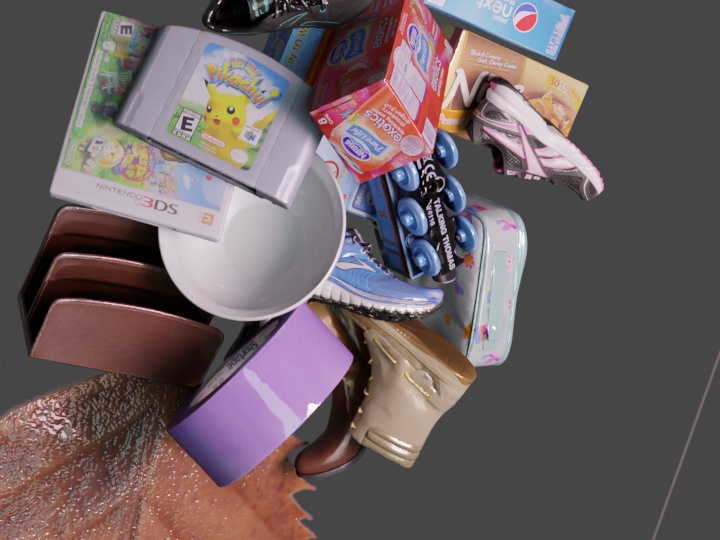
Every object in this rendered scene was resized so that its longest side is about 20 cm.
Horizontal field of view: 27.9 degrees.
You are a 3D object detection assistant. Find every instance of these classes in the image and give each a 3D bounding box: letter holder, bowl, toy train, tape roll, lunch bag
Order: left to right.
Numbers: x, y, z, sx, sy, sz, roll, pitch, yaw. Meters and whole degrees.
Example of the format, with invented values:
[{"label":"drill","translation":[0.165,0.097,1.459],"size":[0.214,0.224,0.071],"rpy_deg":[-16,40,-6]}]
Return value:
[{"label":"letter holder","translation":[-0.242,0.026,1.543],"size":[0.198,0.101,0.143],"rpy_deg":[14,121,-30]},{"label":"bowl","translation":[-0.108,-0.038,1.538],"size":[0.199,0.090,0.204],"rpy_deg":[-1,77,6]},{"label":"tape roll","translation":[-0.106,0.128,1.533],"size":[0.200,0.200,0.085],"rpy_deg":[-44,97,-8]},{"label":"toy train","translation":[0.059,-0.081,1.614],"size":[0.086,0.114,0.202],"rpy_deg":[-31,121,-26]},{"label":"lunch bag","translation":[0.123,0.014,1.715],"size":[0.076,0.160,0.202],"rpy_deg":[-5,108,-35]}]

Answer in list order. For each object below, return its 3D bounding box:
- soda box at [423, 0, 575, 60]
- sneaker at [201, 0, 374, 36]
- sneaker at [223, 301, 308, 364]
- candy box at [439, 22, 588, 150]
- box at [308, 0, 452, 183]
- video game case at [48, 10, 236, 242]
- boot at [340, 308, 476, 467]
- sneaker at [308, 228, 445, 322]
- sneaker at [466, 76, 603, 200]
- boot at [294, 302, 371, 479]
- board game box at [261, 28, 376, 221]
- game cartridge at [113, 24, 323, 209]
[{"label":"soda box","translation":[0.146,-0.309,1.674],"size":[0.198,0.068,0.065],"rpy_deg":[18,99,-31]},{"label":"sneaker","translation":[-0.072,-0.278,1.507],"size":[0.198,0.079,0.076],"rpy_deg":[-12,103,18]},{"label":"sneaker","translation":[-0.117,0.013,1.654],"size":[0.115,0.075,0.201],"rpy_deg":[42,80,-23]},{"label":"candy box","translation":[0.164,-0.204,1.726],"size":[0.198,0.055,0.116],"rpy_deg":[18,99,-31]},{"label":"box","translation":[0.024,-0.198,1.502],"size":[0.095,0.201,0.100],"rpy_deg":[-20,124,26]},{"label":"video game case","translation":[-0.206,-0.149,1.494],"size":[0.180,0.022,0.202],"rpy_deg":[15,79,-6]},{"label":"boot","translation":[0.019,0.117,1.686],"size":[0.156,0.199,0.073],"rpy_deg":[-58,168,24]},{"label":"sneaker","translation":[0.000,0.000,1.598],"size":[0.198,0.079,0.090],"rpy_deg":[16,81,2]},{"label":"sneaker","translation":[0.197,-0.139,1.702],"size":[0.200,0.080,0.086],"rpy_deg":[38,102,-26]},{"label":"boot","translation":[-0.034,0.129,1.733],"size":[0.187,0.068,0.201],"rpy_deg":[-31,115,-7]},{"label":"board game box","translation":[-0.030,-0.180,1.633],"size":[0.194,0.056,0.202],"rpy_deg":[19,97,-31]},{"label":"game cartridge","translation":[-0.135,-0.164,1.479],"size":[0.198,0.040,0.134],"rpy_deg":[25,75,-4]}]
